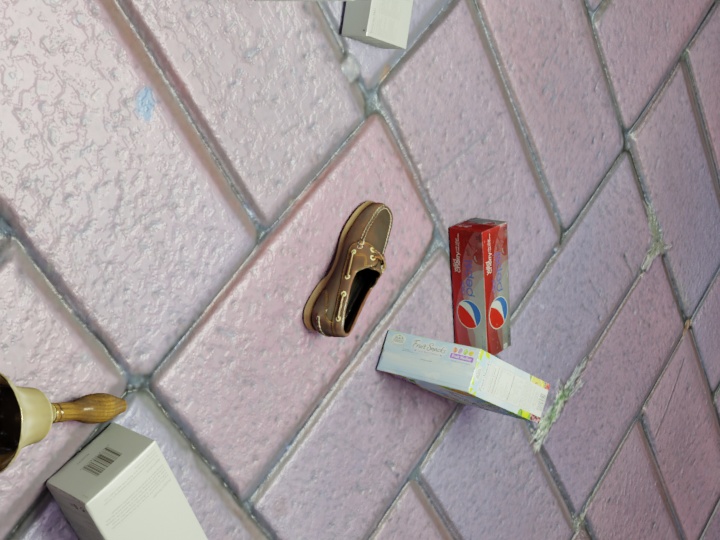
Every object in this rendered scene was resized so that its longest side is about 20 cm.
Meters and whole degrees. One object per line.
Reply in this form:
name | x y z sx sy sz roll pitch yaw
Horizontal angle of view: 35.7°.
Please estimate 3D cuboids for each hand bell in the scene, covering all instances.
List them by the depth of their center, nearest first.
hand bell | -0.313 0.146 1.157 0.199 0.103 0.105 1 98 -60

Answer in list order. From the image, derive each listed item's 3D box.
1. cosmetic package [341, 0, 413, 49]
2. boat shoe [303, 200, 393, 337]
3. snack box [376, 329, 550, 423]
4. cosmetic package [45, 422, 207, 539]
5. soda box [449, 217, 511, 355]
cosmetic package | 0.031 -0.393 1.436 0.082 0.050 0.202 6 93 -51
boat shoe | 0.000 0.000 1.475 0.070 0.070 0.202 42 66 -43
snack box | 0.149 0.152 1.601 0.199 0.167 0.068 26 78 -49
cosmetic package | -0.248 0.285 1.243 0.107 0.084 0.202 -41 128 -34
soda box | 0.182 0.026 1.690 0.070 0.063 0.202 -21 113 -45
